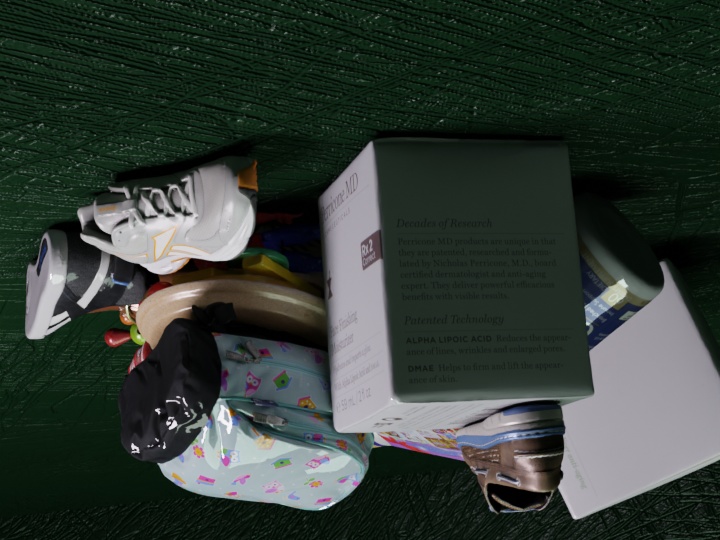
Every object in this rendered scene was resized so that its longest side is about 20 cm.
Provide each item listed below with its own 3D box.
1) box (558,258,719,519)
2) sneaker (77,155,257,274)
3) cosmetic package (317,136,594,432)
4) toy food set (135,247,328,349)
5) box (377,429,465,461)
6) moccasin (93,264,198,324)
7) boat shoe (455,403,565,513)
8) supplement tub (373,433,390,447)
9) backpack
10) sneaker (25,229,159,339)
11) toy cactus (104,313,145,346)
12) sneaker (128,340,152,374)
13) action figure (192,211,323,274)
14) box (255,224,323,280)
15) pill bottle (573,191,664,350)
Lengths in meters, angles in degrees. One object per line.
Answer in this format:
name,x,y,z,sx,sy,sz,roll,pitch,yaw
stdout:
box,0.272,0.121,1.638,0.199,0.200,0.171,-26,171,10
sneaker,-0.152,-0.043,1.247,0.092,0.076,0.200,10,160,-33
cosmetic package,0.069,0.015,1.266,0.164,0.201,0.165,-1,167,-17
toy food set,-0.093,0.047,1.392,0.197,0.049,0.200,-13,148,32
box,0.076,0.156,1.709,0.199,0.039,0.137,7,155,42
moccasin,-0.177,0.035,1.534,0.200,0.078,0.074,2,169,5
boat shoe,0.117,0.154,1.275,0.072,0.073,0.200,-5,168,-3
supplement tub,-0.042,0.144,1.904,0.199,0.146,0.145,-12,165,31
backpack,-0.086,0.121,1.345,0.199,0.127,0.167,14,149,-26
sneaker,-0.242,0.019,1.470,0.111,0.074,0.200,2,164,-18
toy cactus,-0.163,0.073,1.721,0.164,0.103,0.200,-20,153,22
sneaker,-0.131,0.124,1.549,0.200,0.079,0.115,36,155,-11
action figure,-0.069,-0.019,1.388,0.199,0.066,0.052,-2,-171,-12
box,0.000,0.000,1.473,0.199,0.069,0.082,-1,166,-15
pill bottle,0.156,0.034,1.407,0.200,0.111,0.111,-43,149,24
